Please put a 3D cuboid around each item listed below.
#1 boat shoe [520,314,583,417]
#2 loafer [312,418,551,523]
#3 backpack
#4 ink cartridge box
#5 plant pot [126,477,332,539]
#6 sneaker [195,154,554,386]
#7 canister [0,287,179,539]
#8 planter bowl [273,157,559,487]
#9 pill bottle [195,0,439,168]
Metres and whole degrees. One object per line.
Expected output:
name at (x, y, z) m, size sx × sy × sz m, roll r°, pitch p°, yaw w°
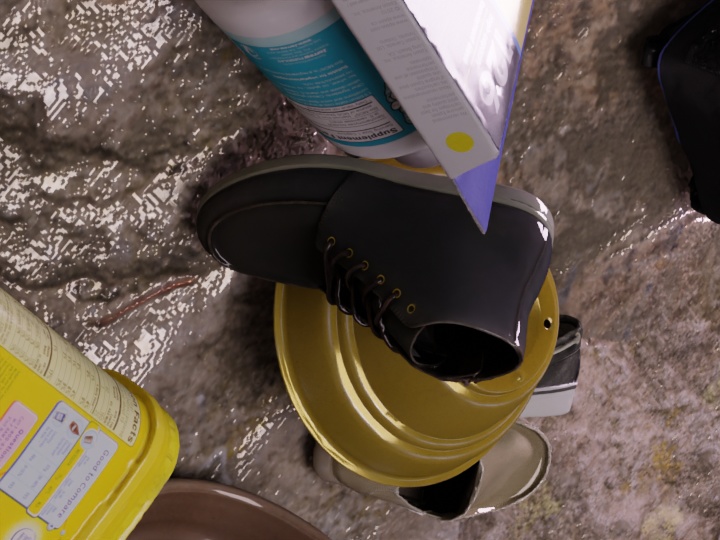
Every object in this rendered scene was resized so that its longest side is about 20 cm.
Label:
boat shoe at (0.063, 0.056, 1.808) m, size 0.200 × 0.071 × 0.064 m, roll -6°, pitch 115°, yaw -50°
loafer at (0.055, 0.124, 1.835) m, size 0.200 × 0.068 × 0.076 m, roll 5°, pitch 110°, yaw -47°
backpack at (0.298, -0.128, 1.878) m, size 0.200 × 0.135 × 0.183 m, roll -46°, pitch 139°, yaw -19°
ink cartridge box at (0.055, -0.158, 1.538) m, size 0.200 × 0.047 × 0.198 m, roll 53°, pitch 37°, yaw -39°
plant pot at (-0.098, 0.247, 1.686) m, size 0.200 × 0.200 × 0.175 m, roll 4°, pitch 127°, yaw -46°
sneaker at (0.000, 0.000, 1.597) m, size 0.075 × 0.200 × 0.106 m, roll 81°, pitch 16°, yaw -45°
canister at (-0.203, 0.085, 1.538) m, size 0.149 × 0.087 × 0.200 m, roll -53°, pitch 138°, yaw -7°
planter bowl at (0.054, 0.027, 1.702) m, size 0.200 × 0.083 × 0.200 m, roll 1°, pitch 88°, yaw -38°
pill bottle at (-0.003, -0.133, 1.586) m, size 0.111 × 0.111 × 0.200 m, roll -53°, pitch 140°, yaw -6°
